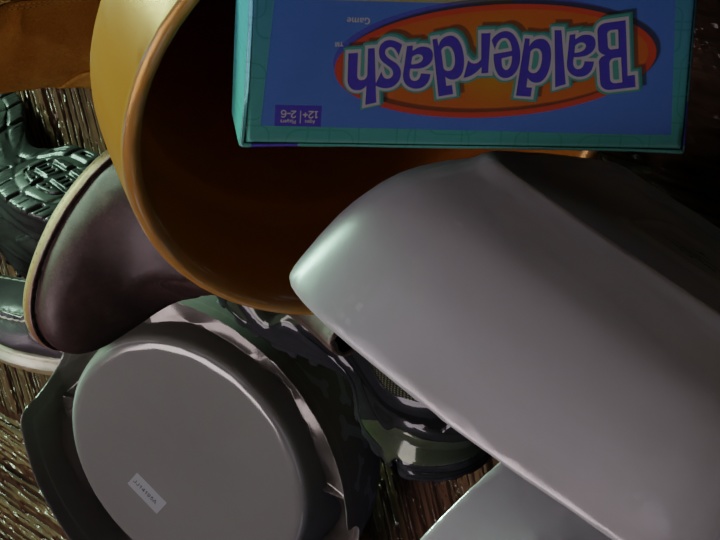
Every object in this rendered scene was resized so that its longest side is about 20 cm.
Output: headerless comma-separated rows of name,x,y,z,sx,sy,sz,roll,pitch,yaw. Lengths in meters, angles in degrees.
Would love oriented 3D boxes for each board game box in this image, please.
board game box,0.037,-0.139,0.845,0.045,0.152,0.200,-111,24,-70

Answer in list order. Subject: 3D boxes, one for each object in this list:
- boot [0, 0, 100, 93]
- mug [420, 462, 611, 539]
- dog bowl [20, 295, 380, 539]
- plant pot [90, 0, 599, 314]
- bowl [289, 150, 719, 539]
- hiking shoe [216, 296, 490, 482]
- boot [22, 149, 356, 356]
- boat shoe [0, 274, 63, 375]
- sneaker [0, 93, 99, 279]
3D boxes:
boot,-0.125,-0.103,1.235,0.071,0.144,0.202,23,132,54
mug,0.102,0.159,1.001,0.175,0.148,0.200,45,-176,18
dog bowl,-0.078,0.089,1.332,0.200,0.059,0.200,16,123,26
plant pot,-0.021,-0.117,1.002,0.183,0.200,0.200,-119,22,-44
bowl,0.096,0.023,0.899,0.200,0.200,0.075,35,105,23
hiking shoe,0.000,0.000,1.192,0.200,0.076,0.101,43,135,25
boot,-0.050,-0.009,1.125,0.072,0.200,0.166,44,-177,-40
boat shoe,-0.139,0.025,1.420,0.200,0.072,0.065,16,118,32
sneaker,-0.202,-0.041,1.517,0.200,0.076,0.091,38,149,47
